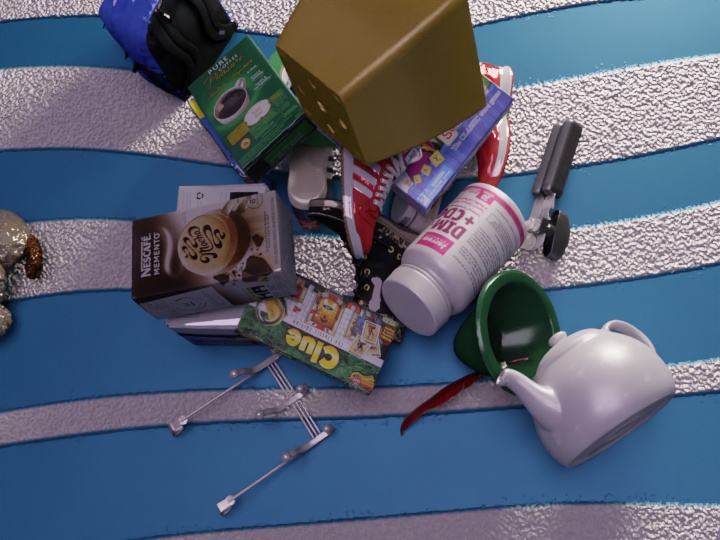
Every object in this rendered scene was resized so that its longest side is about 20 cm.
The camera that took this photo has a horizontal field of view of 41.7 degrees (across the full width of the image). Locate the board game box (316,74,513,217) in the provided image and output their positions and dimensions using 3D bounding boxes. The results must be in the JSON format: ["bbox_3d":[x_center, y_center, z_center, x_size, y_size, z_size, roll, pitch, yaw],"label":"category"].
[{"bbox_3d":[0.074,-0.215,1.297,0.198,0.041,0.201,38,82,7],"label":"board game box"}]

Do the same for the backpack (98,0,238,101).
[{"bbox_3d":[-0.305,-0.375,1.410,0.166,0.200,0.165,25,80,13],"label":"backpack"}]

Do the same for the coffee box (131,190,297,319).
[{"bbox_3d":[-0.187,-0.018,1.210,0.196,0.080,0.115,-11,65,9],"label":"coffee box"}]

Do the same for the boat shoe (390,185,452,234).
[{"bbox_3d":[0.102,-0.141,1.364,0.069,0.071,0.203,29,59,-24],"label":"boat shoe"}]

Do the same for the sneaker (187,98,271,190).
[{"bbox_3d":[-0.179,-0.202,1.416,0.078,0.066,0.201,-35,73,-2],"label":"sneaker"}]

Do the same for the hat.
[{"bbox_3d":[0.151,0.104,1.304,0.198,0.175,0.169,-19,90,-43],"label":"hat"}]

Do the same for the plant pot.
[{"bbox_3d":[0.015,-0.254,1.151,0.176,0.201,0.200,-42,58,-10],"label":"plant pot"}]

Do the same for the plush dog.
[{"bbox_3d":[-0.568,-0.025,1.396,0.198,0.162,0.172,33,55,13],"label":"plush dog"}]

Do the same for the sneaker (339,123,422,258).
[{"bbox_3d":[0.031,-0.118,1.224,0.110,0.071,0.205,-3,78,4],"label":"sneaker"}]

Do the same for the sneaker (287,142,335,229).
[{"bbox_3d":[-0.071,-0.147,1.389,0.073,0.085,0.203,3,51,8],"label":"sneaker"}]

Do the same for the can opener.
[{"bbox_3d":[0.276,-0.115,1.345,0.065,0.052,0.204,20,78,-23],"label":"can opener"}]

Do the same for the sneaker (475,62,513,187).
[{"bbox_3d":[0.154,-0.211,1.355,0.113,0.079,0.204,11,63,-7],"label":"sneaker"}]

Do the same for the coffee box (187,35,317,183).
[{"bbox_3d":[-0.154,-0.231,1.332,0.123,0.044,0.201,-41,55,5],"label":"coffee box"}]

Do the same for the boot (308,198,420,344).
[{"bbox_3d":[0.001,0.000,1.299,0.201,0.073,0.157,23,80,-24],"label":"boot"}]

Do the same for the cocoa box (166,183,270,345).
[{"bbox_3d":[-0.185,-0.004,1.329,0.130,0.131,0.204,0,75,6],"label":"cocoa box"}]

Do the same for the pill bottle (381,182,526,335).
[{"bbox_3d":[0.125,-0.014,1.271,0.113,0.114,0.200,37,64,15],"label":"pill bottle"}]

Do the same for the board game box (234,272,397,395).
[{"bbox_3d":[-0.056,0.075,1.244,0.197,0.023,0.106,25,73,-7],"label":"board game box"}]

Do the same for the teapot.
[{"bbox_3d":[0.293,0.141,1.202,0.196,0.200,0.147,-35,67,7],"label":"teapot"}]

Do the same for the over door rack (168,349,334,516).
[{"bbox_3d":[-0.155,0.218,1.300,0.199,0.067,0.149,-36,73,-3],"label":"over door rack"}]

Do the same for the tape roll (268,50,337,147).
[{"bbox_3d":[-0.045,-0.273,1.393,0.196,0.049,0.204,-3,56,4],"label":"tape roll"}]
